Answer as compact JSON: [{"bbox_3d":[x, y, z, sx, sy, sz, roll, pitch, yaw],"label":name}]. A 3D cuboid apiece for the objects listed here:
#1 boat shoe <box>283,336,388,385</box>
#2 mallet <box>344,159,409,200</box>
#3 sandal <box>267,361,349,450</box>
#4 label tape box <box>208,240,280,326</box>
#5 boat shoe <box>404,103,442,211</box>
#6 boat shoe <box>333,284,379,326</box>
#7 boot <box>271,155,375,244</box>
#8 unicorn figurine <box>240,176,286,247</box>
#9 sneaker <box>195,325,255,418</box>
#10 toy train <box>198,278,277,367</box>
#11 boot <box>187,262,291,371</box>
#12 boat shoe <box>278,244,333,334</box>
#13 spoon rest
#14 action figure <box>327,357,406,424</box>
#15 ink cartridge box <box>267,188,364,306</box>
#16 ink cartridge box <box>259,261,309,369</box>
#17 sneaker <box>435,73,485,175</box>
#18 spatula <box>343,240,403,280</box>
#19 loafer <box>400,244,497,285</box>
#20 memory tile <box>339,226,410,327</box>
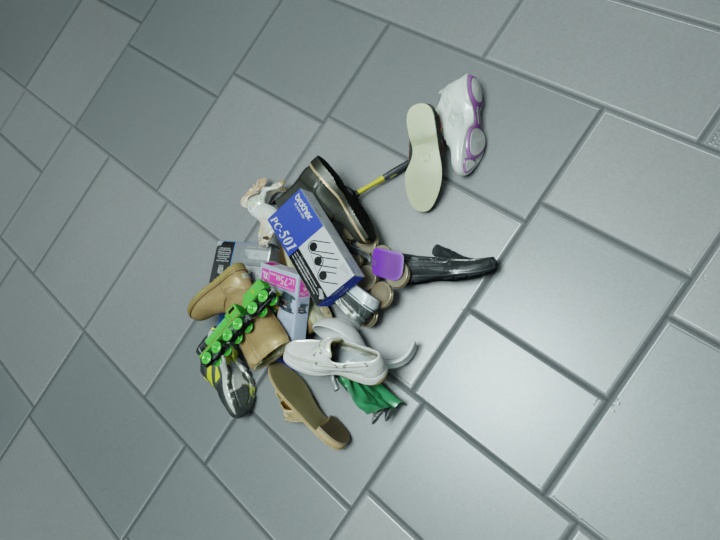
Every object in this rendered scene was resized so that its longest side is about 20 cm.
[{"bbox_3d":[-0.049,0.145,0.941,0.200,0.069,0.071,6,44,20],"label":"boat shoe"},{"bbox_3d":[0.042,-0.182,1.088,0.200,0.066,0.041,-28,77,-2],"label":"mallet"},{"bbox_3d":[-0.118,0.273,1.016,0.212,0.078,0.070,42,113,17],"label":"sandal"},{"bbox_3d":[-0.251,0.041,1.136,0.143,0.066,0.200,5,77,25],"label":"label tape box"},{"bbox_3d":[0.126,-0.216,1.024,0.074,0.063,0.202,2,102,22],"label":"boat shoe"},{"bbox_3d":[-0.055,0.034,1.007,0.200,0.072,0.071,35,87,36],"label":"boat shoe"},{"bbox_3d":[-0.072,-0.103,1.033,0.138,0.077,0.200,-39,69,16],"label":"boot"},{"bbox_3d":[-0.187,-0.119,1.128,0.137,0.074,0.200,-39,44,-17],"label":"unicorn figurine"},{"bbox_3d":[-0.283,0.218,1.110,0.085,0.074,0.200,-38,62,27],"label":"sneaker"},{"bbox_3d":[-0.231,0.098,0.987,0.200,0.042,0.056,-46,56,8],"label":"toy train"},{"bbox_3d":[-0.245,0.109,1.042,0.175,0.066,0.200,-43,67,23],"label":"boot"},{"bbox_3d":[-0.113,0.032,1.084,0.065,0.072,0.200,-14,65,-24],"label":"boat shoe"},{"bbox_3d":[0.001,0.137,0.992,0.200,0.099,0.061,12,63,18],"label":"spoon rest"},{"bbox_3d":[-0.020,0.200,0.987,0.200,0.118,0.055,40,106,35],"label":"action figure"},{"bbox_3d":[-0.084,-0.042,0.972,0.094,0.044,0.200,-40,69,20],"label":"ink cartridge box"},{"bbox_3d":[-0.155,0.092,1.046,0.119,0.042,0.200,16,106,41],"label":"ink cartridge box"},{"bbox_3d":[0.188,-0.275,1.037,0.099,0.075,0.200,-8,73,42],"label":"sneaker"},{"bbox_3d":[0.002,-0.031,1.011,0.200,0.021,0.057,24,119,43],"label":"spatula"},{"bbox_3d":[0.149,-0.014,0.976,0.200,0.068,0.071,-5,82,26],"label":"loafer"},{"bbox_3d":[0.000,0.000,1.034,0.153,0.017,0.200,-54,54,18],"label":"memory tile"}]
